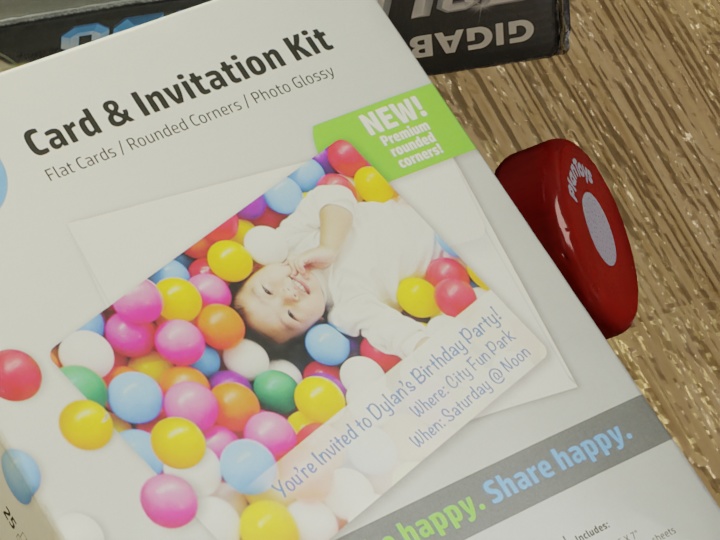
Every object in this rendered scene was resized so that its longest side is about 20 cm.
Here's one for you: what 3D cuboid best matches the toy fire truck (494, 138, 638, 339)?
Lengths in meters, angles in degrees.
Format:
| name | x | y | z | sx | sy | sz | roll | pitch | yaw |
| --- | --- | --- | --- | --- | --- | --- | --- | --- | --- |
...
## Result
| name | x | y | z | sx | sy | sz | roll | pitch | yaw |
| --- | --- | --- | --- | --- | --- | --- | --- | --- | --- |
| toy fire truck | 0.000 | 0.000 | 0.900 | 0.168 | 0.112 | 0.201 | 54 | 27 | -34 |

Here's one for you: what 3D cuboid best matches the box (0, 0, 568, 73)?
| name | x | y | z | sx | sy | sz | roll | pitch | yaw |
| --- | --- | --- | --- | --- | --- | --- | --- | --- | --- |
| box | -0.053 | -0.126 | 0.877 | 0.199 | 0.050 | 0.199 | -10 | 45 | -3 |

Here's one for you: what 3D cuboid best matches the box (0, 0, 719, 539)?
| name | x | y | z | sx | sy | sz | roll | pitch | yaw |
| --- | --- | --- | --- | --- | --- | --- | --- | --- | --- |
| box | -0.017 | 0.033 | 0.701 | 0.155 | 0.041 | 0.201 | -22 | 69 | -32 |
